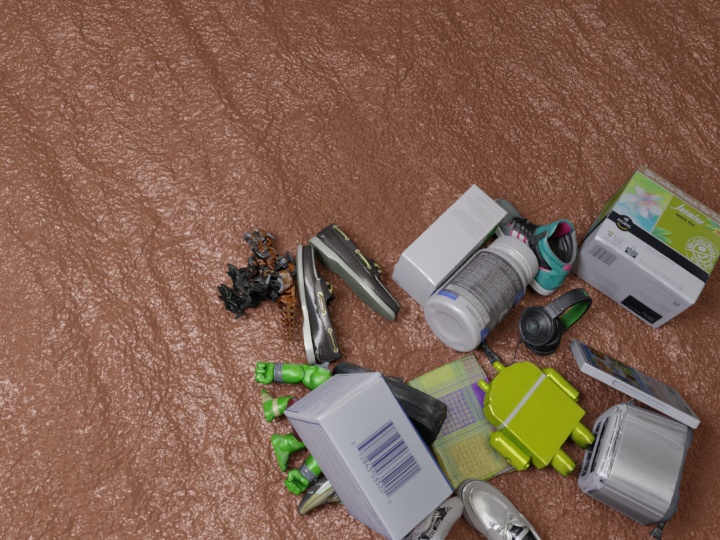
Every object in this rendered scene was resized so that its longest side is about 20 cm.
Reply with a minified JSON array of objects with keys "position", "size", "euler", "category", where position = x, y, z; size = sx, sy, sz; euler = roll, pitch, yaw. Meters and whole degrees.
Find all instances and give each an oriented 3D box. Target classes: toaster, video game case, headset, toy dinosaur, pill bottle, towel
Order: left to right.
[{"position":[-0.157,0.019,1.163],"size":[0.135,0.103,0.200],"euler":[-13,46,-31],"category":"toy dinosaur"},{"position":[0.172,0.251,1.142],"size":[0.143,0.023,0.201],"euler":[-20,70,-15],"category":"towel"},{"position":[0.210,0.035,1.187],"size":[0.114,0.114,0.200],"euler":[43,62,11],"category":"pill bottle"},{"position":[0.297,0.092,1.184],"size":[0.199,0.123,0.094],"euler":[-38,63,4],"category":"headset"},{"position":[0.449,0.184,1.157],"size":[0.199,0.143,0.018],"euler":[27,104,4],"category":"video game case"},{"position":[0.432,0.309,1.106],"size":[0.128,0.114,0.201],"euler":[24,66,7],"category":"toaster"}]

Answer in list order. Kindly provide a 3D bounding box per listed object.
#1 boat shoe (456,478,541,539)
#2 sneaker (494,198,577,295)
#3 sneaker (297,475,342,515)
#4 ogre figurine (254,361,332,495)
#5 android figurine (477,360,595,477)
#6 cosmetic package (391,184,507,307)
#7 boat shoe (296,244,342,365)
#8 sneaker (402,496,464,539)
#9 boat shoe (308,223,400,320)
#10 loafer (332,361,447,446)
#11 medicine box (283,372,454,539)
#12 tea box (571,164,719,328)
[{"position":[0.227,0.399,1.053],"size":[0.072,0.066,0.201],"euler":[-35,81,-17],"category":"boat shoe"},{"position":[0.314,-0.067,1.238],"size":[0.083,0.121,0.201],"euler":[-20,71,-35],"category":"sneaker"},{"position":[0.001,0.334,1.058],"size":[0.199,0.077,0.089],"euler":[-24,80,-15],"category":"sneaker"},{"position":[-0.084,0.229,1.076],"size":[0.119,0.098,0.201],"euler":[-17,58,-2],"category":"ogre figurine"},{"position":[0.281,0.233,1.133],"size":[0.200,0.041,0.182],"euler":[41,62,10],"category":"android figurine"},{"position":[0.154,-0.044,1.222],"size":[0.085,0.108,0.200],"euler":[42,69,10],"category":"cosmetic package"},{"position":[-0.071,0.053,1.161],"size":[0.060,0.072,0.203],"euler":[-7,80,-3],"category":"boat shoe"},{"position":[0.102,0.436,1.025],"size":[0.200,0.075,0.115],"euler":[-40,78,-16],"category":"sneaker"},{"position":[0.000,0.000,1.194],"size":[0.061,0.072,0.201],"euler":[-42,77,-17],"category":"boat shoe"},{"position":[0.046,0.203,1.123],"size":[0.199,0.073,0.072],"euler":[32,45,15],"category":"loafer"},{"position":[0.003,0.240,0.936],"size":[0.103,0.200,0.183],"euler":[-33,93,-19],"category":"medicine box"},{"position":[0.521,-0.043,1.258],"size":[0.199,0.134,0.197],"euler":[35,66,8],"category":"tea box"}]
